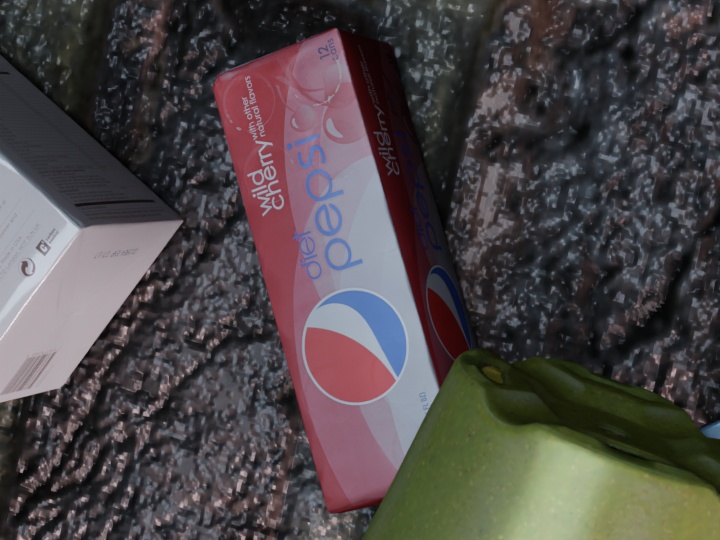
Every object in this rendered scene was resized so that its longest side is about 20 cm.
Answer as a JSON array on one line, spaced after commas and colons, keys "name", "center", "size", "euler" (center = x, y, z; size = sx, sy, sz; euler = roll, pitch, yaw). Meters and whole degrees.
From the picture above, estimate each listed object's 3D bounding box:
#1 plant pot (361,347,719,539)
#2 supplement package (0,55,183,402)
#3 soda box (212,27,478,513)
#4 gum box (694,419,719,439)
[{"name": "plant pot", "center": [0.067, 0.137, 0.763], "size": [0.200, 0.200, 0.185], "euler": [23, 102, 21]}, {"name": "supplement package", "center": [-0.204, -0.044, 0.923], "size": [0.200, 0.114, 0.110], "euler": [41, 104, 13]}, {"name": "soda box", "center": [0.000, 0.000, 0.872], "size": [0.070, 0.063, 0.201], "euler": [-19, 83, 22]}, {"name": "gum box", "center": [0.246, 0.120, 0.776], "size": [0.170, 0.045, 0.201], "euler": [-27, 80, 21]}]
